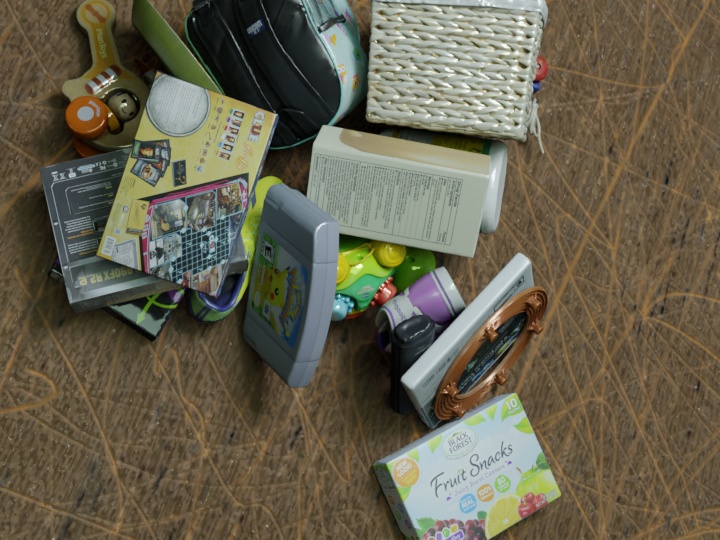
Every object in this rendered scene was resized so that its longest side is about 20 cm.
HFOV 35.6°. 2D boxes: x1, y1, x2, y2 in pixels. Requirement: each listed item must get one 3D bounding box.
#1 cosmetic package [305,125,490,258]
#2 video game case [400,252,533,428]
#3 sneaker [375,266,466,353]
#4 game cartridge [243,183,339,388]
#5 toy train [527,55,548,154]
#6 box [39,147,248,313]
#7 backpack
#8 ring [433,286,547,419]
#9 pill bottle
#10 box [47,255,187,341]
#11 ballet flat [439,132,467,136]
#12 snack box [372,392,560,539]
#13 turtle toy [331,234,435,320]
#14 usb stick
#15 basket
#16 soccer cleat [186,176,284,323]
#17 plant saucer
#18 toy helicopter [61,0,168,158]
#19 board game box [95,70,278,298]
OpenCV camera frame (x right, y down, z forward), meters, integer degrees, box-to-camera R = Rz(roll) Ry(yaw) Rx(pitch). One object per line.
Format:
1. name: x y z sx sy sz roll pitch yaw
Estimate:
1. cosmetic package: 0.041 -0.090 1.259 0.198 0.071 0.106 12 116 3
2. video game case: 0.133 0.088 1.324 0.023 0.182 0.200 40 81 23
3. sneaker: 0.074 0.063 1.345 0.114 0.201 0.073 -31 63 3
4. game cartridge: -0.077 0.021 1.245 0.040 0.133 0.202 -6 117 -36
5. toy train: 0.180 -0.251 1.476 0.114 0.085 0.202 -4 82 -18
6. box: -0.236 -0.056 1.231 0.198 0.048 0.160 -15 77 -10
7. backpack: -0.084 -0.253 1.316 0.202 0.175 0.153 64 31 -4
8. ring: 0.162 0.104 1.347 0.200 0.201 0.019 -38 65 -24
9. pill bottle: 0.072 -0.112 1.356 0.198 0.113 0.114 9 75 11
10. box: -0.244 -0.042 1.289 0.142 0.036 0.201 33 69 -13
11. ballet flat: 0.127 -0.156 1.453 0.067 0.068 0.202 12 81 -39
12. snack box: 0.132 0.257 1.375 0.199 0.053 0.143 -25 89 -24
13. turtle toy: 0.000 0.000 1.334 0.198 0.145 0.102 -16 109 -23
14. usb stick: 0.060 0.112 1.302 0.055 0.201 0.033 -25 62 -13
15. basket: 0.110 -0.242 1.315 0.198 0.198 0.163 8 97 9
16. soccer cleat: -0.134 -0.026 1.304 0.064 0.084 0.201 34 69 -12
17. plant saucer: -0.198 -0.224 1.264 0.031 0.200 0.201 -39 96 -2
18. toy helicopter: -0.279 -0.228 1.287 0.131 0.079 0.202 -13 71 -9
19. board game box: -0.180 -0.089 1.170 0.134 0.035 0.202 19 92 -2
